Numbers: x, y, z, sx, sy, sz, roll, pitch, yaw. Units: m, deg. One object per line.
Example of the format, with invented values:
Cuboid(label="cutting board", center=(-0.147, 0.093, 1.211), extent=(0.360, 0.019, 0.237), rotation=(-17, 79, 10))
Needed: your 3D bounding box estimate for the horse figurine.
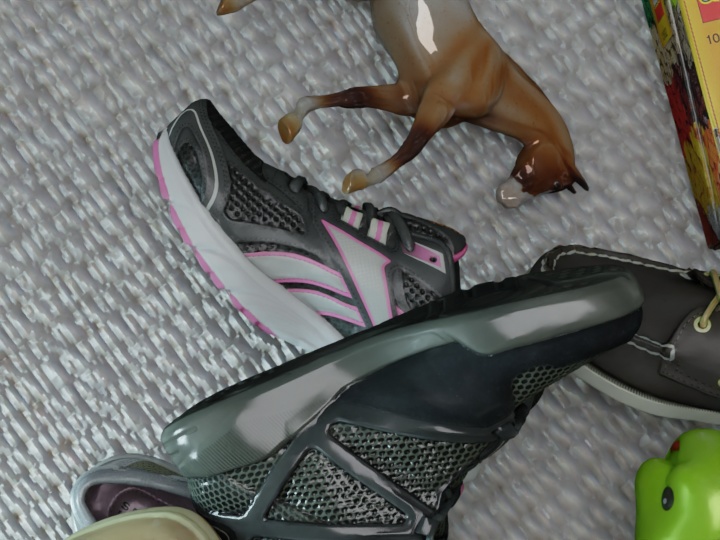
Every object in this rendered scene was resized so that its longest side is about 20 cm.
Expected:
Cuboid(label="horse figurine", center=(0.008, -0.108, 1.149), extent=(0.132, 0.050, 0.200), rotation=(-19, 73, -33))

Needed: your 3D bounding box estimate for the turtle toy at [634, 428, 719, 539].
Cuboid(label="turtle toy", center=(0.184, 0.151, 1.083), extent=(0.101, 0.146, 0.200), rotation=(-26, 84, -14))

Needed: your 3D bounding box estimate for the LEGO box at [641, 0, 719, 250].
Cuboid(label="LEGO box", center=(0.230, -0.106, 1.150), extent=(0.200, 0.077, 0.149), rotation=(-14, 84, -2))

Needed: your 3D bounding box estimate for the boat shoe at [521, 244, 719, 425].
Cuboid(label="boat shoe", center=(0.164, 0.032, 1.130), extent=(0.201, 0.061, 0.072), rotation=(23, 44, -3))

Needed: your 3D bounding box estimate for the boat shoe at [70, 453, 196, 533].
Cuboid(label="boat shoe", center=(-0.030, 0.136, 1.126), extent=(0.202, 0.065, 0.074), rotation=(29, 85, 2))

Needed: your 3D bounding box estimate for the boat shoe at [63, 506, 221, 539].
Cuboid(label="boat shoe", center=(-0.138, 0.159, 1.086), extent=(0.200, 0.063, 0.073), rotation=(-32, 85, 24))

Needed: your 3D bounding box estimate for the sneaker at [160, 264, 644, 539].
Cuboid(label="sneaker", center=(0.032, 0.072, 1.065), extent=(0.199, 0.076, 0.114), rotation=(-24, 95, 8))

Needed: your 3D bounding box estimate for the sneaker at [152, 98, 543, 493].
Cuboid(label="sneaker", center=(0.000, 0.000, 1.132), extent=(0.086, 0.080, 0.200), rotation=(-40, 98, 9))
